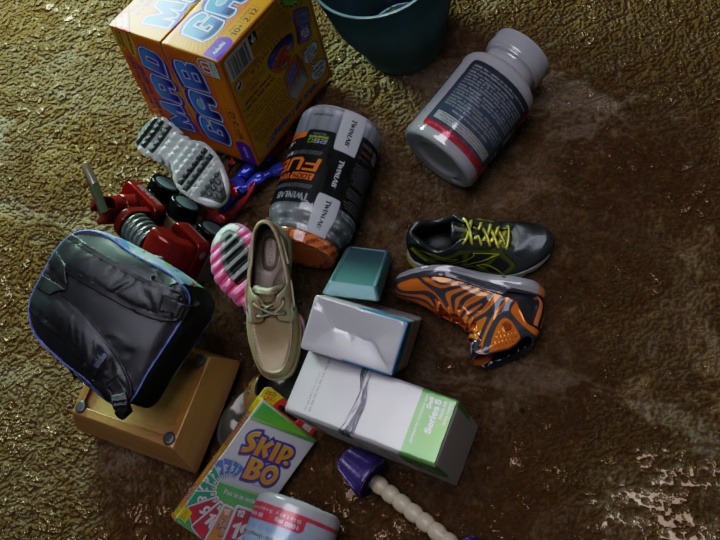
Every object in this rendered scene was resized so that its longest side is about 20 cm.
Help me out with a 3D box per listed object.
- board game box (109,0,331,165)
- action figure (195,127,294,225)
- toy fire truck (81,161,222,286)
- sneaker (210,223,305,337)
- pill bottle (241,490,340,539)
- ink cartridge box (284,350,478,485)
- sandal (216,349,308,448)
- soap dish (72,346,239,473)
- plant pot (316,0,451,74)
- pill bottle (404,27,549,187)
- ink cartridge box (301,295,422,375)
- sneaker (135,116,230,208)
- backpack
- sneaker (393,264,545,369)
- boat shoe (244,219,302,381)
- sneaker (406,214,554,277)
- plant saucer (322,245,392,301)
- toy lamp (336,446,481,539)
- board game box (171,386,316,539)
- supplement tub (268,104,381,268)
[{"bbox_3d":[-0.191,-0.312,1.426,0.198,0.201,0.201,22,62,27],"label":"board game box"},{"bbox_3d":[-0.170,-0.131,1.458,0.200,0.052,0.066,-41,66,-1],"label":"action figure"},{"bbox_3d":[-0.298,-0.065,1.359,0.176,0.199,0.129,42,114,26],"label":"toy fire truck"},{"bbox_3d":[-0.133,0.030,1.347,0.079,0.095,0.201,-31,77,5],"label":"sneaker"},{"bbox_3d":[-0.105,0.374,1.188,0.108,0.109,0.202,13,71,20],"label":"pill bottle"},{"bbox_3d":[0.028,0.178,1.211,0.198,0.146,0.085,18,76,22],"label":"ink cartridge box"},{"bbox_3d":[-0.111,0.163,1.310,0.199,0.055,0.082,-37,63,-2],"label":"sandal"},{"bbox_3d":[-0.280,0.164,1.343,0.198,0.081,0.159,14,72,22],"label":"soap dish"},{"bbox_3d":[0.044,-0.388,1.426,0.198,0.188,0.202,-6,67,14],"label":"plant pot"},{"bbox_3d":[0.164,-0.225,1.361,0.119,0.120,0.200,35,81,26],"label":"pill bottle"},{"bbox_3d":[0.008,0.077,1.240,0.115,0.200,0.067,16,91,10],"label":"ink cartridge box"},{"bbox_3d":[-0.241,-0.148,1.439,0.075,0.081,0.200,-46,55,-2],"label":"sneaker"},{"bbox_3d":[-0.303,0.058,1.258,0.199,0.147,0.184,32,90,14],"label":"backpack"},{"bbox_3d":[0.131,0.060,1.272,0.198,0.078,0.113,6,68,18],"label":"sneaker"},{"bbox_3d":[-0.117,0.038,1.260,0.070,0.065,0.202,-7,80,6],"label":"boat shoe"},{"bbox_3d":[0.151,-0.033,1.302,0.198,0.085,0.075,-5,67,14],"label":"sneaker"},{"bbox_3d":[0.000,0.000,1.278,0.069,0.200,0.019,7,104,4],"label":"plant saucer"},{"bbox_3d":[0.055,0.284,1.211,0.199,0.058,0.058,33,79,24],"label":"toy lamp"},{"bbox_3d":[-0.141,0.254,1.264,0.201,0.095,0.030,-55,21,-12],"label":"board game box"},{"bbox_3d":[-0.052,-0.114,1.373,0.121,0.123,0.202,10,70,19],"label":"supplement tub"}]
